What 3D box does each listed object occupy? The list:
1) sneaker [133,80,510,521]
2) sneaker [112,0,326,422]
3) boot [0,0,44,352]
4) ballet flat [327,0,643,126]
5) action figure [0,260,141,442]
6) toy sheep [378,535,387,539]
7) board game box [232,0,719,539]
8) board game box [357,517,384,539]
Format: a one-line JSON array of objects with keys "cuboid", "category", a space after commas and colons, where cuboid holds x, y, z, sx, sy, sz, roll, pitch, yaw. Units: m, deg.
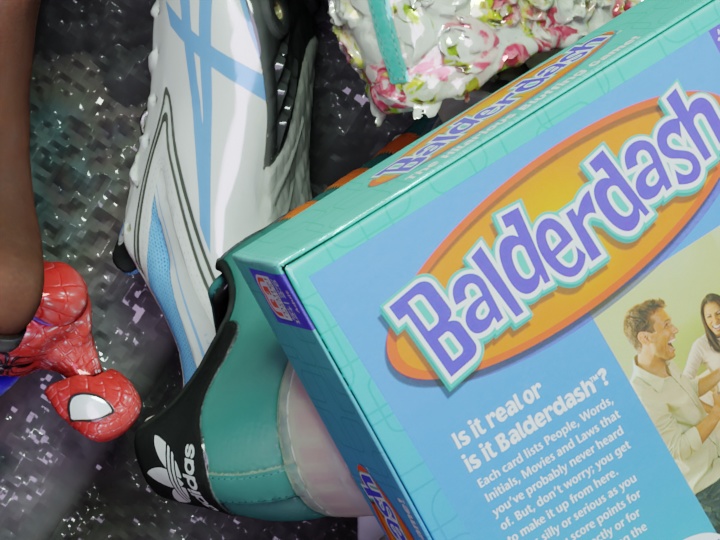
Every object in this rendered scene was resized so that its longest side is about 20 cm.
[{"cuboid": [0.000, 0.000, 0.813, 0.079, 0.200, 0.072, -5, 118, 28], "category": "sneaker"}, {"cuboid": [-0.046, -0.038, 0.866, 0.072, 0.072, 0.202, -4, 94, 15], "category": "sneaker"}, {"cuboid": [-0.083, -0.101, 0.810, 0.200, 0.068, 0.189, -42, 48, 27], "category": "boot"}, {"cuboid": [0.058, -0.059, 0.792, 0.075, 0.199, 0.064, -14, 78, 40], "category": "ballet flat"}, {"cuboid": [-0.161, 0.004, 0.874, 0.200, 0.065, 0.099, 36, 62, 0], "category": "action figure"}, {"cuboid": [0.039, 0.125, 0.801, 0.199, 0.138, 0.139, 22, 100, 0], "category": "toy sheep"}, {"cuboid": [0.081, 0.044, 0.720, 0.152, 0.045, 0.201, -31, 103, -14], "category": "board game box"}, {"cuboid": [0.067, 0.107, 0.882, 0.133, 0.045, 0.202, 0, 98, 7], "category": "board game box"}]
